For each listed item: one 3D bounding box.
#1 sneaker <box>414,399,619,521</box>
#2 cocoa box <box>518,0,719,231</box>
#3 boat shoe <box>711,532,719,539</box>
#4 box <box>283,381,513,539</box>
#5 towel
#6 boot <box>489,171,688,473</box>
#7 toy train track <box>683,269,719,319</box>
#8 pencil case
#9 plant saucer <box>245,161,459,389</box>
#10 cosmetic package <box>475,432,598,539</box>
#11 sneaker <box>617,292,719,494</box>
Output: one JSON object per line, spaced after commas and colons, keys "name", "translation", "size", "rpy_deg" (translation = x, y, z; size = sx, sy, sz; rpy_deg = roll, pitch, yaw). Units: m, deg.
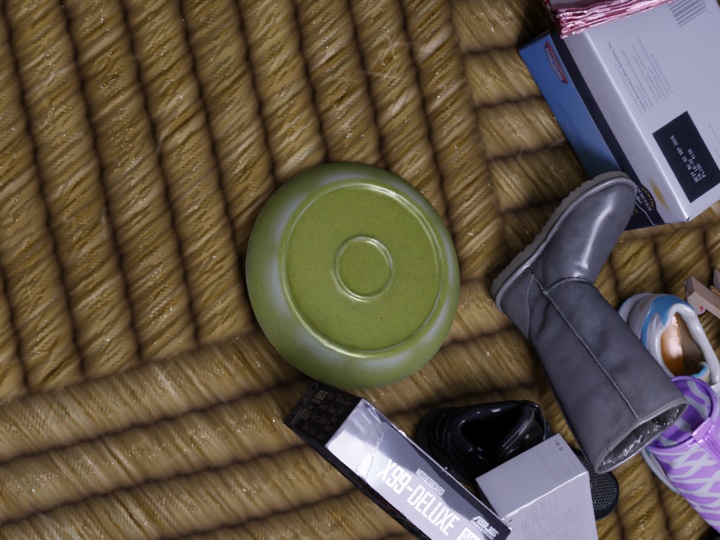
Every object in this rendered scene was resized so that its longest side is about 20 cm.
{"name": "sneaker", "translation": [0.154, 0.170, 1.167], "size": [0.198, 0.114, 0.077], "rpy_deg": [26, 71, -15]}
{"name": "cocoa box", "translation": [0.260, -0.156, 1.201], "size": [0.133, 0.131, 0.202], "rpy_deg": [-32, 96, -15]}
{"name": "boat shoe", "translation": [0.383, 0.329, 1.253], "size": [0.070, 0.072, 0.202], "rpy_deg": [-27, 84, -6]}
{"name": "box", "translation": [0.023, 0.164, 1.089], "size": [0.157, 0.200, 0.050], "rpy_deg": [42, 81, -8]}
{"name": "towel", "translation": [0.216, -0.269, 1.153], "size": [0.142, 0.201, 0.023], "rpy_deg": [-18, 123, 5]}
{"name": "boot", "translation": [0.212, 0.041, 1.135], "size": [0.072, 0.201, 0.182], "rpy_deg": [19, 119, -40]}
{"name": "toy train track", "translation": [0.368, 0.072, 1.262], "size": [0.199, 0.115, 0.033], "rpy_deg": [33, 124, -22]}
{"name": "pencil case", "translation": [0.319, 0.177, 1.169], "size": [0.084, 0.086, 0.200], "rpy_deg": [-45, 119, 4]}
{"name": "plant saucer", "translation": [0.000, 0.000, 1.160], "size": [0.197, 0.031, 0.203], "rpy_deg": [4, 77, -19]}
{"name": "cosmetic package", "translation": [0.155, 0.227, 1.134], "size": [0.082, 0.051, 0.201], "rpy_deg": [-28, 138, -10]}
{"name": "sneaker", "translation": [0.293, 0.120, 1.224], "size": [0.076, 0.081, 0.203], "rpy_deg": [-22, 97, -16]}
